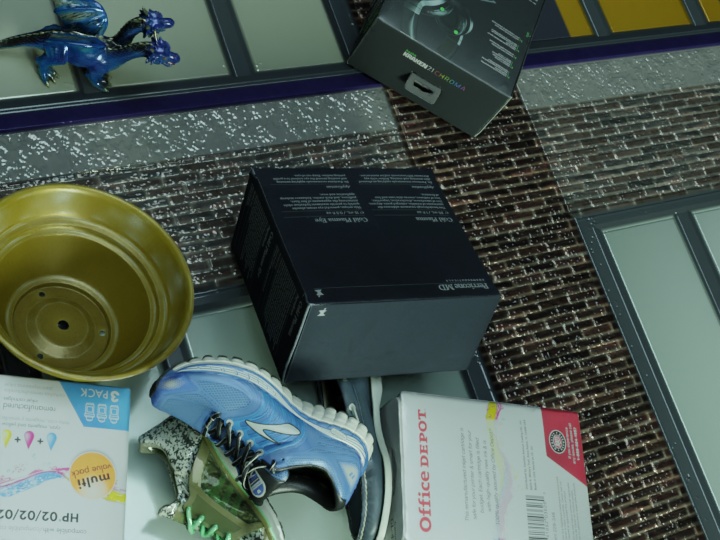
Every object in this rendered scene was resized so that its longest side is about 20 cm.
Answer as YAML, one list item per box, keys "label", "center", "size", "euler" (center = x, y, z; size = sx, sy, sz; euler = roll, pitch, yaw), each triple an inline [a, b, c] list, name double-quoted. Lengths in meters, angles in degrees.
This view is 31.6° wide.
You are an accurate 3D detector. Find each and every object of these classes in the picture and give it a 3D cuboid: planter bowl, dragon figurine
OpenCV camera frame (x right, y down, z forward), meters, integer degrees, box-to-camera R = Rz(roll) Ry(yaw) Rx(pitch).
- label: "planter bowl"
  center: [-0.251, 0.029, 1.112]
  size: [0.198, 0.084, 0.202]
  euler: [15, 50, -19]
- label: "dragon figurine"
  center: [-0.274, -0.224, 1.220]
  size: [0.197, 0.099, 0.060]
  euler: [9, 62, -21]

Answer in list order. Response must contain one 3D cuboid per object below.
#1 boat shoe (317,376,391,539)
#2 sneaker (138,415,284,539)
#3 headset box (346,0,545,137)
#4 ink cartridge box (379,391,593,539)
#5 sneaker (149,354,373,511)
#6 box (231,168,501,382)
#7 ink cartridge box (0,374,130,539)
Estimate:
- label: "boat shoe"
  center: [-0.011, 0.157, 1.177]
  size: [0.061, 0.075, 0.203]
  euler: [8, 62, -23]
- label: "sneaker"
  center: [-0.131, 0.208, 1.108]
  size: [0.088, 0.077, 0.201]
  euler: [-23, 71, -21]
- label: "headset box"
  center: [0.100, -0.273, 1.421]
  size: [0.173, 0.093, 0.202]
  euler: [28, 58, -11]
- label: "ink cartridge box"
  center: [0.112, 0.204, 1.205]
  size: [0.197, 0.086, 0.150]
  euler: [9, 64, -20]
- label: "sneaker"
  center: [-0.085, 0.141, 1.066]
  size: [0.198, 0.079, 0.090]
  euler: [25, 50, -9]
- label: "box"
  center: [0.000, 0.000, 1.205]
  size: [0.197, 0.105, 0.183]
  euler: [-2, 44, -25]
- label: "ink cartridge box"
  center: [-0.254, 0.196, 1.049]
  size: [0.114, 0.068, 0.203]
  euler: [7, 64, -21]
